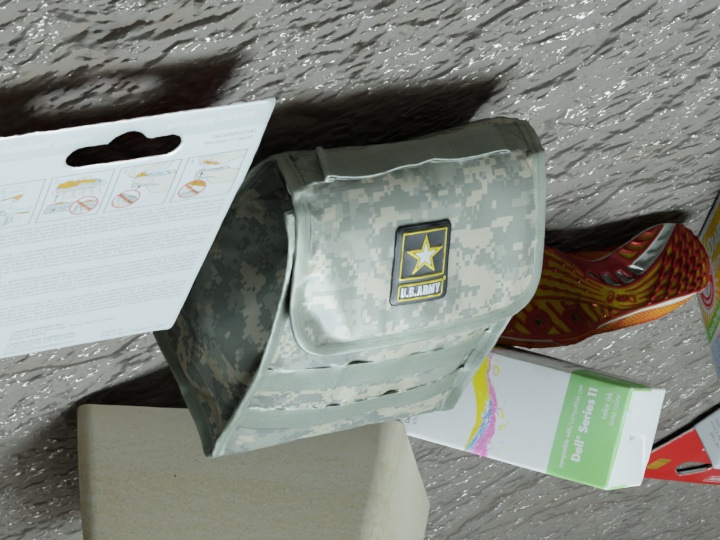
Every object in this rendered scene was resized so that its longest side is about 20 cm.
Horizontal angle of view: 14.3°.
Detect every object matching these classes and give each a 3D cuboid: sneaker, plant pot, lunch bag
[{"bbox_3d":[0.131,0.020,1.793,0.199,0.073,0.077,-5,159,-34],"label":"sneaker"},{"bbox_3d":[-0.069,0.200,1.768,0.199,0.178,0.200,2,160,7],"label":"plant pot"},{"bbox_3d":[0.000,0.000,1.552,0.163,0.118,0.200,-10,149,-31],"label":"lunch bag"}]

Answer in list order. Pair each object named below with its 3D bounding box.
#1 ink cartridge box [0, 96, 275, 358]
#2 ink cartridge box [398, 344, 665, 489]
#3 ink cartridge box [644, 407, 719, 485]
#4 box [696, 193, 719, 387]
[{"bbox_3d":[-0.147,-0.030,1.441,0.162,0.050,0.200,-10,147,-29],"label":"ink cartridge box"},{"bbox_3d":[0.078,0.077,1.771,0.199,0.068,0.117,15,-178,16],"label":"ink cartridge box"},{"bbox_3d":[0.326,0.145,2.325,0.176,0.045,0.200,-36,155,27],"label":"ink cartridge box"},{"bbox_3d":[0.286,-0.005,1.816,0.101,0.113,0.200,-7,155,-10],"label":"box"}]
